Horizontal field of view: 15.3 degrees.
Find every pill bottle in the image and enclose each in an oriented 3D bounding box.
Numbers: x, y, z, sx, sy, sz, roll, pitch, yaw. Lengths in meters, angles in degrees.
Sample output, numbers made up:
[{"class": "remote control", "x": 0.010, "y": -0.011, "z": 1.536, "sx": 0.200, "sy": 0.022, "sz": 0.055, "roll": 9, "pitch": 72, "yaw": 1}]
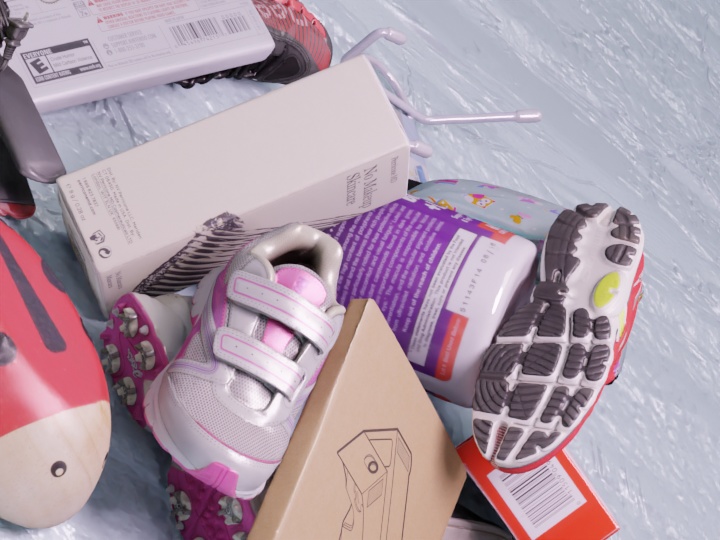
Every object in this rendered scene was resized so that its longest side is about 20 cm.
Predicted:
[{"class": "pill bottle", "x": 0.000, "y": 0.000, "z": 1.663, "sx": 0.200, "sy": 0.112, "sz": 0.111, "roll": 21, "pitch": 25, "yaw": 12}]

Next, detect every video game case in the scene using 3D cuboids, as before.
[{"class": "video game case", "x": -0.175, "y": -0.194, "z": 1.708, "sx": 0.200, "sy": 0.023, "sz": 0.182, "roll": -17, "pitch": 72, "yaw": -37}]

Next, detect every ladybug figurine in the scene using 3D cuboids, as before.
[{"class": "ladybug figurine", "x": -0.196, "y": 0.039, "z": 1.425, "sx": 0.200, "sy": 0.072, "sz": 0.136, "roll": 58, "pitch": 28, "yaw": 9}]

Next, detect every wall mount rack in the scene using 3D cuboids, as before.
[{"class": "wall mount rack", "x": 0.066, "y": -0.089, "z": 1.983, "sx": 0.174, "sy": 0.075, "sz": 0.200, "roll": 29, "pitch": 37, "yaw": -39}]

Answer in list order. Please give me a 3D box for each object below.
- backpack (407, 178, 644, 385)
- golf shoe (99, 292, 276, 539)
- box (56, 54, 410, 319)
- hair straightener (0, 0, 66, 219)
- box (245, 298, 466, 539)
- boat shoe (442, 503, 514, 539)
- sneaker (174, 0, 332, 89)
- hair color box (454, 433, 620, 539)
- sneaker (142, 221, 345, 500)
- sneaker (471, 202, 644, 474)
[{"class": "backpack", "x": 0.085, "y": 0.008, "z": 1.767, "sx": 0.200, "sy": 0.127, "sz": 0.167, "roll": 18, "pitch": 20, "yaw": 24}, {"class": "golf shoe", "x": -0.073, "y": 0.095, "z": 1.532, "sx": 0.091, "sy": 0.075, "sz": 0.200, "roll": -10, "pitch": 66, "yaw": -38}, {"class": "box", "x": -0.074, "y": -0.048, "z": 1.580, "sx": 0.082, "sy": 0.200, "sz": 0.068, "roll": 89, "pitch": -23, "yaw": -69}, {"class": "hair straightener", "x": -0.211, "y": -0.132, "z": 1.589, "sx": 0.041, "sy": 0.077, "sz": 0.200, "roll": 10, "pitch": 51, "yaw": -41}, {"class": "box", "x": -0.003, "y": 0.143, "z": 1.522, "sx": 0.164, "sy": 0.021, "sz": 0.200, "roll": 63, "pitch": 39, "yaw": -41}, {"class": "boat shoe", "x": 0.014, "y": 0.153, "z": 1.648, "sx": 0.200, "sy": 0.067, "sz": 0.057, "roll": 27, "pitch": 1, "yaw": -43}, {"class": "sneaker", "x": -0.095, "y": -0.158, "z": 1.816, "sx": 0.200, "sy": 0.071, "sz": 0.098, "roll": 25, "pitch": 38, "yaw": -40}, {"class": "hair color box", "x": 0.114, "y": 0.140, "z": 1.722, "sx": 0.102, "sy": 0.061, "sz": 0.200, "roll": 55, "pitch": 2, "yaw": 7}, {"class": "sneaker", "x": -0.058, "y": 0.040, "z": 1.476, "sx": 0.081, "sy": 0.088, "sz": 0.200, "roll": 29, "pitch": 37, "yaw": -16}, {"class": "sneaker", "x": 0.131, "y": 0.052, "z": 1.622, "sx": 0.200, "sy": 0.077, "sz": 0.085, "roll": -60, "pitch": 149, "yaw": -34}]
